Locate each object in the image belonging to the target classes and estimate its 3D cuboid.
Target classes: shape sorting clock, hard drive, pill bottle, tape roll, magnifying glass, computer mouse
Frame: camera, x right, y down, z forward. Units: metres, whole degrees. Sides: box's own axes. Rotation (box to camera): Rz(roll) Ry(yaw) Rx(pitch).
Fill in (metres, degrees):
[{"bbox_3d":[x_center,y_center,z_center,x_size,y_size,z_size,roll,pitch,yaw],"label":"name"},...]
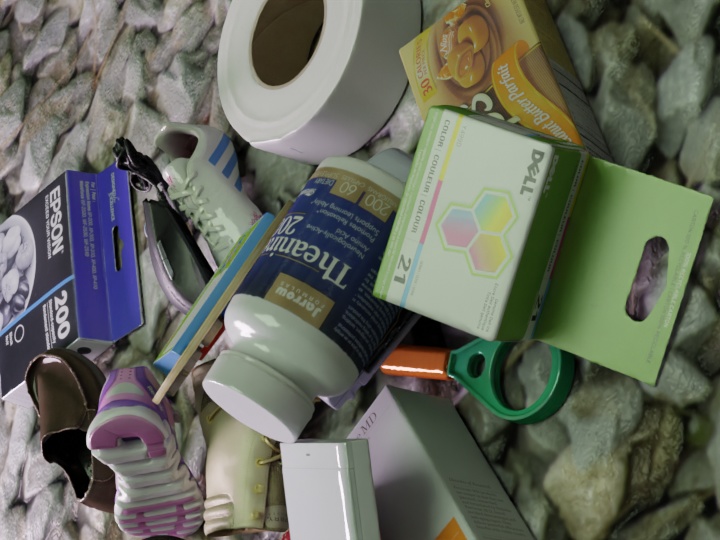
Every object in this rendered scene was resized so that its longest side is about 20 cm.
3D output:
[{"bbox_3d":[-0.110,0.027,1.675,0.200,0.039,0.200,-54,7,9],"label":"shape sorting clock"},{"bbox_3d":[-0.015,0.223,1.477,0.132,0.026,0.201,168,95,-67],"label":"hard drive"},{"bbox_3d":[-0.032,0.023,1.521,0.111,0.111,0.200,9,61,51],"label":"pill bottle"},{"bbox_3d":[-0.039,-0.197,1.774,0.202,0.071,0.203,-20,62,44],"label":"tape roll"},{"bbox_3d":[0.086,0.073,1.566,0.200,0.022,0.080,1,78,51],"label":"magnifying glass"},{"bbox_3d":[-0.172,-0.022,1.850,0.046,0.140,0.200,-31,84,2],"label":"computer mouse"}]

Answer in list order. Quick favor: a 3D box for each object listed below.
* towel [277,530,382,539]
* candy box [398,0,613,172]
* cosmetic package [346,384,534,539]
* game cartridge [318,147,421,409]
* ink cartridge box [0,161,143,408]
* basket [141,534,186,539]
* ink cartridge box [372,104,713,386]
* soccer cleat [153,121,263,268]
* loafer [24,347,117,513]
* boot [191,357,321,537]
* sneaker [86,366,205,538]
[{"bbox_3d":[-0.019,0.250,1.554,0.200,0.022,0.145,133,127,-61],"label":"towel"},{"bbox_3d":[0.111,-0.119,1.562,0.115,0.055,0.200,-35,52,23],"label":"candy box"},{"bbox_3d":[0.056,0.192,1.520,0.102,0.071,0.200,-55,42,23],"label":"cosmetic package"},{"bbox_3d":[0.000,0.000,1.621,0.200,0.041,0.133,-51,46,-5],"label":"game cartridge"},{"bbox_3d":[-0.297,0.007,2.035,0.200,0.043,0.199,-34,53,37],"label":"ink cartridge box"},{"bbox_3d":[-0.118,0.314,1.607,0.200,0.136,0.181,6,96,61],"label":"basket"},{"bbox_3d":[0.128,-0.018,1.440,0.199,0.076,0.148,21,99,28],"label":"ink cartridge box"},{"bbox_3d":[-0.134,-0.055,1.825,0.070,0.086,0.200,-50,45,27],"label":"soccer cleat"},{"bbox_3d":[-0.266,0.145,1.904,0.200,0.071,0.073,50,118,36],"label":"loafer"},{"bbox_3d":[-0.063,0.137,1.684,0.200,0.073,0.156,-18,67,39],"label":"boot"},{"bbox_3d":[-0.183,0.155,1.760,0.080,0.200,0.089,-9,48,2],"label":"sneaker"}]
